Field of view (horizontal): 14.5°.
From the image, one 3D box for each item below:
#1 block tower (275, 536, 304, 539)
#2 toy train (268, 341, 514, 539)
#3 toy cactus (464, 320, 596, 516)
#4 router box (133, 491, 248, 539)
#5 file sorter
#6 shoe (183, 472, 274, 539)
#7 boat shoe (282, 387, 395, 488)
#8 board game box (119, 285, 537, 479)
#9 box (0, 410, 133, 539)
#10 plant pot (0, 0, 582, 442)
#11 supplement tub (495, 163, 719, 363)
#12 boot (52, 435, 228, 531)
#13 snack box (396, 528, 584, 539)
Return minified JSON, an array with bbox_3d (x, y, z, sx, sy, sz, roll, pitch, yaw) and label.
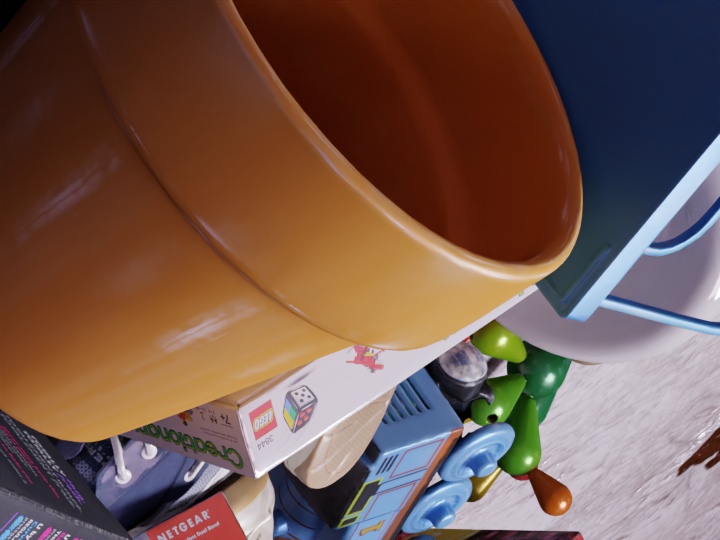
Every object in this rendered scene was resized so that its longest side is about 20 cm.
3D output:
[{"bbox_3d":[-0.028,0.238,1.419,0.058,0.201,0.054,14,172,-29],"label":"block tower"},{"bbox_3d":[-0.001,0.111,1.503,0.114,0.087,0.200,-14,149,-36],"label":"toy train"},{"bbox_3d":[0.120,0.048,1.600,0.165,0.102,0.201,-34,152,-48],"label":"toy cactus"},{"bbox_3d":[-0.087,0.218,1.329,0.049,0.180,0.200,-25,176,-38],"label":"router box"},{"bbox_3d":[0.100,-0.091,1.069,0.122,0.200,0.139,13,122,-48],"label":"file sorter"},{"bbox_3d":[-0.065,0.138,1.403,0.070,0.053,0.200,-39,175,-12],"label":"shoe"},{"bbox_3d":[0.000,0.000,1.302,0.072,0.065,0.201,-5,120,-67],"label":"boat shoe"},{"bbox_3d":[-0.016,0.009,1.117,0.200,0.126,0.035,-32,120,-35],"label":"board game box"},{"bbox_3d":[-0.186,0.080,1.038,0.106,0.122,0.200,-43,159,2],"label":"box"},{"bbox_3d":[-0.056,-0.038,0.973,0.183,0.201,0.200,-35,165,27],"label":"plant pot"},{"bbox_3d":[0.129,-0.057,1.268,0.146,0.145,0.200,-54,173,29],"label":"supplement tub"},{"bbox_3d":[-0.086,0.059,1.248,0.090,0.073,0.200,-34,160,-36],"label":"boot"},{"bbox_3d":[0.021,0.201,1.580,0.142,0.053,0.200,-38,-161,-35],"label":"snack box"}]
